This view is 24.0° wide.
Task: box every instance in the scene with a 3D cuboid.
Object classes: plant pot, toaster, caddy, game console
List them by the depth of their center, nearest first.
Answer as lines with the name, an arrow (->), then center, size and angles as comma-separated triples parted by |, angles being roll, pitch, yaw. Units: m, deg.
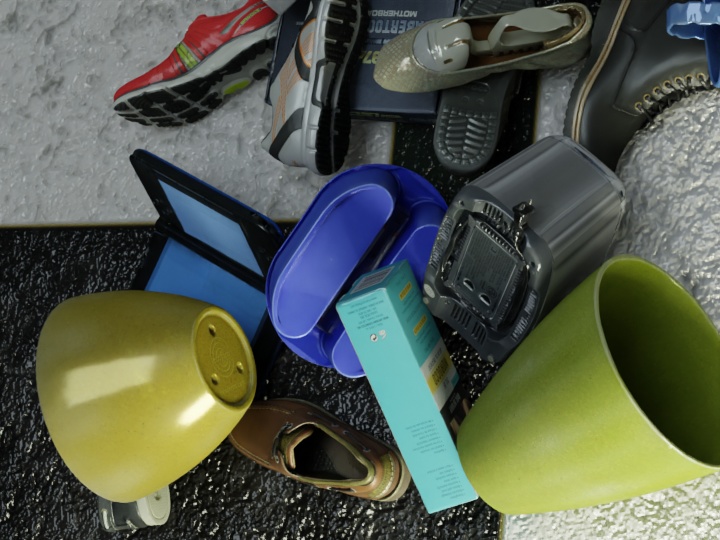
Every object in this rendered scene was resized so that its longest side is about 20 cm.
plant pot -> 0.180, 0.116, 1.381 | 0.200, 0.187, 0.188 | -35, 62, 35
toaster -> 0.139, -0.026, 1.413 | 0.114, 0.200, 0.129 | 41, 55, 19
caddy -> 0.000, 0.000, 1.529 | 0.141, 0.105, 0.200 | 35, 98, -6
plant pot -> -0.181, 0.100, 1.567 | 0.142, 0.200, 0.201 | -19, 70, 25
game console -> -0.161, 0.004, 1.632 | 0.200, 0.171, 0.118 | 28, 67, 32

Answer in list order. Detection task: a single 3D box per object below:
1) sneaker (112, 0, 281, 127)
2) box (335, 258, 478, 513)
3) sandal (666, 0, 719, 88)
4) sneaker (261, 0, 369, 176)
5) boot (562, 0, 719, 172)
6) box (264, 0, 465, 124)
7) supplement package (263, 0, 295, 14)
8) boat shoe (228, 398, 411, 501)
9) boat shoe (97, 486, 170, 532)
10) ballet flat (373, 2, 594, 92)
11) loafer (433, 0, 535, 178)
sneaker -> -0.163, -0.213, 1.713 | 0.199, 0.077, 0.085 | -25, 61, 12
box -> 0.049, 0.098, 1.447 | 0.049, 0.082, 0.201 | -20, 101, 22
sandal -> 0.319, -0.173, 1.377 | 0.087, 0.079, 0.200 | -37, 86, -11
sneaker -> -0.047, -0.191, 1.574 | 0.080, 0.074, 0.201 | 9, 87, 34
boot -> 0.257, -0.147, 1.446 | 0.138, 0.077, 0.201 | 12, 86, 27
box -> 0.014, -0.223, 1.617 | 0.199, 0.051, 0.158 | 8, 84, 32
supplement package -> -0.097, -0.365, 1.634 | 0.121, 0.120, 0.200 | -43, 37, 14
boat shoe -> -0.050, 0.158, 1.554 | 0.199, 0.068, 0.072 | 11, 87, 33
boat shoe -> -0.238, 0.156, 1.663 | 0.067, 0.072, 0.201 | -15, 73, 22
ballet flat -> 0.107, -0.203, 1.477 | 0.199, 0.062, 0.068 | -11, 69, -4
loafer -> 0.107, -0.170, 1.536 | 0.075, 0.070, 0.201 | 18, 69, 5
